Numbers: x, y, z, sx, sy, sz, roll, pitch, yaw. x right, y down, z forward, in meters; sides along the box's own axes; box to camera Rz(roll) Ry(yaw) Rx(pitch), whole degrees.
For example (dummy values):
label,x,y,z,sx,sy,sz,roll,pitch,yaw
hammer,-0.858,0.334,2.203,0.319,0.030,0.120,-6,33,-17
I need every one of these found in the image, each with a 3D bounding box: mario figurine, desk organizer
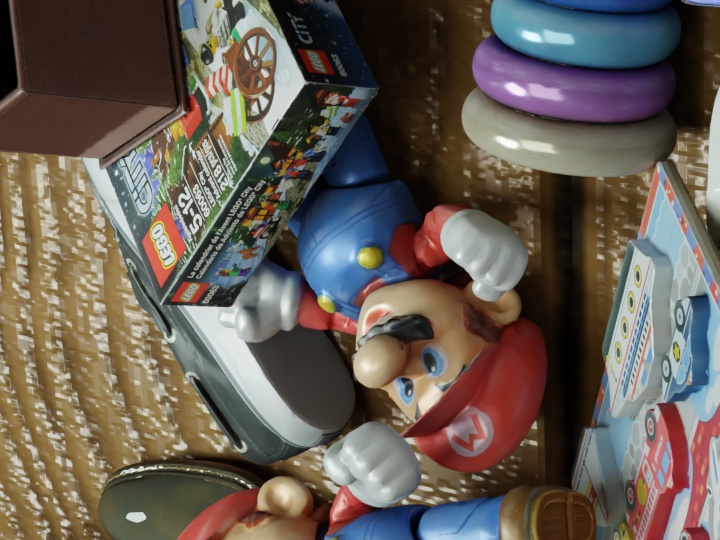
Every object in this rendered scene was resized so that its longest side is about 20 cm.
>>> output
label,x,y,z,sx,sy,sz,roll,pitch,yaw
mario figurine,-0.005,0.136,1.049,0.200,0.106,0.124,-7,63,36
mario figurine,0.000,0.000,1.081,0.200,0.106,0.123,54,165,18
desk organizer,-0.134,-0.151,1.084,0.072,0.077,0.200,-27,65,50

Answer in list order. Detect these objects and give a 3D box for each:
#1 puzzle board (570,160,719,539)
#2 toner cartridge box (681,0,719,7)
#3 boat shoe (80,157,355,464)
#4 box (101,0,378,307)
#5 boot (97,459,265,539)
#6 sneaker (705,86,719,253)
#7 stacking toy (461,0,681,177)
label,x,y,z,sx,sy,sz,roll,pitch,yaw
puzzle board,0.118,0.081,1.000,0.151,0.017,0.200,-109,22,-45
toner cartridge box,0.210,-0.134,0.912,0.200,0.043,0.095,12,115,35
boat shoe,-0.079,0.001,1.173,0.057,0.069,0.200,-35,86,41
box,-0.073,-0.103,1.095,0.137,0.038,0.200,-54,47,36
boot,-0.066,0.150,1.194,0.200,0.097,0.075,17,126,33
sneaker,0.197,0.006,0.969,0.116,0.074,0.200,4,116,54
stacking toy,0.091,-0.141,0.982,0.085,0.085,0.200,19,114,31
